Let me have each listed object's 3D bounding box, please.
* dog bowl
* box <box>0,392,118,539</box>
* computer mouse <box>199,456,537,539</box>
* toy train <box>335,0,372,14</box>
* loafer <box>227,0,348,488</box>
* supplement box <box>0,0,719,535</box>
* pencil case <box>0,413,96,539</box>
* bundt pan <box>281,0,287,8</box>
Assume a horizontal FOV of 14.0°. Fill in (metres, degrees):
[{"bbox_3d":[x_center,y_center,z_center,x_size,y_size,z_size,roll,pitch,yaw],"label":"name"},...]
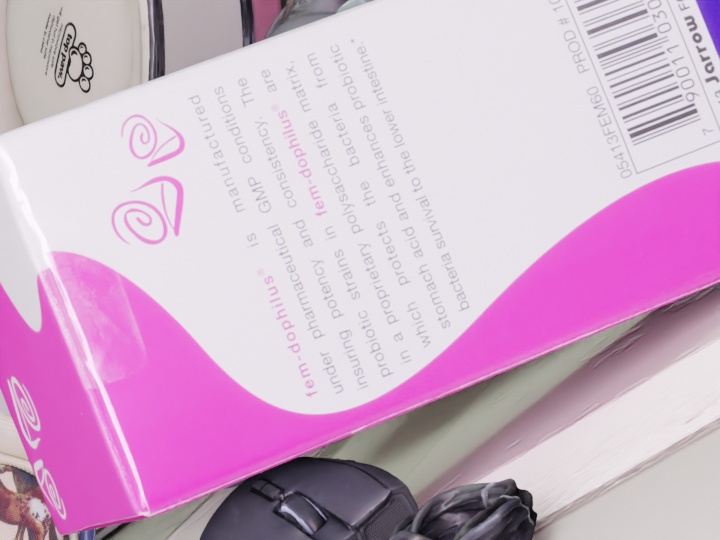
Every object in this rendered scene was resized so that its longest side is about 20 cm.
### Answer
[{"bbox_3d":[-0.104,-0.090,1.123,0.074,0.200,0.200,-5,-16,-37],"label":"dog bowl"},{"bbox_3d":[-0.084,0.021,1.277,0.200,0.117,0.060,-35,19,-16],"label":"box"},{"bbox_3d":[-0.005,0.064,0.706,0.059,0.034,0.200,-35,4,-18],"label":"computer mouse"},{"bbox_3d":[0.027,-0.050,0.944,0.200,0.085,0.114,-36,-6,13],"label":"toy train"},{"bbox_3d":[-0.030,-0.013,1.062,0.063,0.072,0.200,-95,20,-58],"label":"loafer"},{"bbox_3d":[0.001,-0.013,0.777,0.200,0.101,0.103,-21,-1,-21],"label":"supplement box"},{"bbox_3d":[-0.148,0.102,1.117,0.090,0.078,0.200,-61,8,-8],"label":"pencil case"},{"bbox_3d":[0.053,-0.131,1.348,0.202,0.202,0.076,-35,10,-5],"label":"bundt pan"}]
